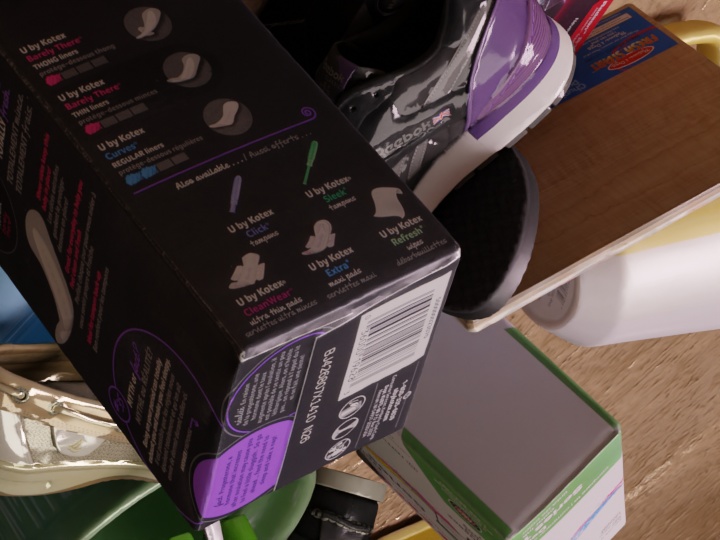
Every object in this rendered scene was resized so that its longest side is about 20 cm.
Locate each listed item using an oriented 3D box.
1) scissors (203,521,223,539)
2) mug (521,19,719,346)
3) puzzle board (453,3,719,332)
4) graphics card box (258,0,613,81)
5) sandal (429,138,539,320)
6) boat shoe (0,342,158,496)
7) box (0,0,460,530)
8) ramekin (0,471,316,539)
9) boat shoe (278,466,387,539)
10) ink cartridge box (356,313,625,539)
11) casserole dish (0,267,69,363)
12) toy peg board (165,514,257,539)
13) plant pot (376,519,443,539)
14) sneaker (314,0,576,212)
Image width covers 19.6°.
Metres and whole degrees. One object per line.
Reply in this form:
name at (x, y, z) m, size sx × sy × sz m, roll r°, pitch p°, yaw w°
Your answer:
scissors at (-0.082, 0.045, 0.950) m, size 0.014 × 0.200 × 0.073 m, roll -10°, pitch -152°, yaw 25°
mug at (0.163, -0.041, 1.246) m, size 0.153 × 0.187 × 0.149 m, roll -16°, pitch 180°, yaw -27°
puzzle board at (0.098, -0.054, 1.032) m, size 0.200 × 0.151 × 0.017 m, roll -28°, pitch 133°, yaw -16°
graphics card box at (0.057, -0.148, 0.974) m, size 0.200 × 0.051 × 0.126 m, roll -7°, pitch 140°, yaw -49°
sandal at (0.045, -0.038, 0.972) m, size 0.048 × 0.201 × 0.075 m, roll 33°, pitch 105°, yaw -30°
boat shoe at (-0.102, 0.056, 0.979) m, size 0.200 × 0.073 × 0.063 m, roll -3°, pitch 132°, yaw -40°
box at (-0.069, -0.020, 0.824) m, size 0.106 × 0.200 × 0.122 m, roll -25°, pitch 151°, yaw -30°
ramekin at (-0.131, 0.124, 1.103) m, size 0.200 × 0.098 × 0.200 m, roll -32°, pitch 154°, yaw -17°
boat shoe at (-0.043, 0.154, 1.242) m, size 0.072 × 0.068 × 0.200 m, roll 12°, pitch 170°, yaw -16°
ink cartridge box at (0.061, 0.090, 1.100) m, size 0.084 × 0.145 × 0.200 m, roll -44°, pitch 161°, yaw -9°
casserole dish at (-0.191, 0.040, 0.948) m, size 0.200 × 0.039 × 0.121 m, roll -45°, pitch 156°, yaw 12°
toy peg board at (-0.129, 0.213, 1.054) m, size 0.200 × 0.098 × 0.199 m, roll -11°, pitch 159°, yaw -46°
plant pot at (0.079, 0.311, 1.626) m, size 0.195 × 0.194 × 0.200 m, roll -18°, pitch 157°, yaw -40°
sneaker at (-0.003, -0.057, 0.915) m, size 0.200 × 0.076 × 0.088 m, roll -49°, pitch 132°, yaw 3°
